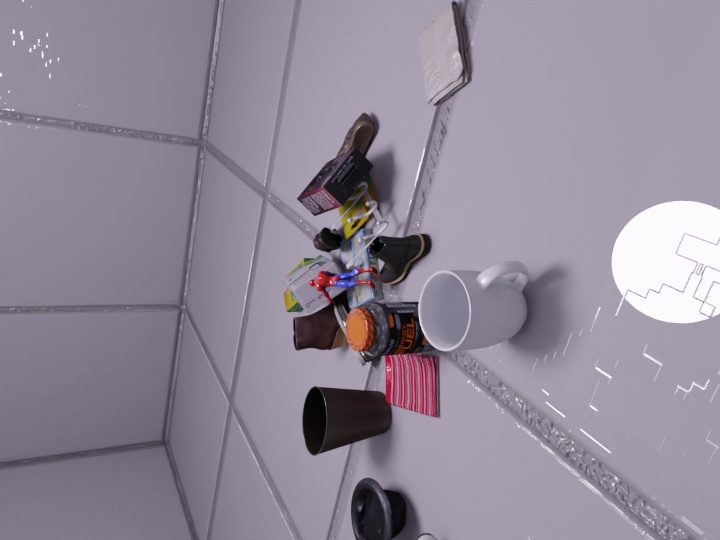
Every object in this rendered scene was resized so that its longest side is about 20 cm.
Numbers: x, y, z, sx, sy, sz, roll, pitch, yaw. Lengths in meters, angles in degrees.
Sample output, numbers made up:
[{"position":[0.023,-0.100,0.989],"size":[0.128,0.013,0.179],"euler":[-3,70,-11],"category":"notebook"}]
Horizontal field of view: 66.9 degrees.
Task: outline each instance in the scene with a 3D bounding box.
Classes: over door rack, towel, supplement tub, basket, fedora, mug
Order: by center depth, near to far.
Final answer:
[{"position":[0.233,0.057,1.019],"size":[0.200,0.175,0.148],"euler":[-60,42,38],"category":"mug"},{"position":[0.187,-0.493,1.251],"size":[0.132,0.034,0.201],"euler":[-25,68,55],"category":"towel"},{"position":[0.074,0.133,1.254],"size":[0.122,0.200,0.123],"euler":[-2,88,59],"category":"supplement tub"},{"position":[0.122,0.273,1.342],"size":[0.200,0.022,0.145],"euler":[-5,85,58],"category":"towel"},{"position":[0.054,0.615,1.372],"size":[0.200,0.091,0.201],"euler":[-4,85,58],"category":"fedora"},{"position":[-0.032,0.381,1.419],"size":[0.136,0.200,0.181],"euler":[32,115,55],"category":"basket"},{"position":[-0.018,-0.115,1.455],"size":[0.200,0.066,0.148],"euler":[-53,52,41],"category":"over door rack"}]

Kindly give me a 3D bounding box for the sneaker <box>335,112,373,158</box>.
[{"position":[-0.018,-0.362,1.571],"size":[0.200,0.070,0.076],"euler":[-50,29,42],"category":"sneaker"}]

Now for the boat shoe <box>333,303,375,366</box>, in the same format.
[{"position":[-0.014,0.169,1.517],"size":[0.202,0.060,0.072],"euler":[60,177,32],"category":"boat shoe"}]

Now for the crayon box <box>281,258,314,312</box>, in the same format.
[{"position":[-0.197,0.052,1.839],"size":[0.200,0.058,0.119],"euler":[-39,56,51],"category":"crayon box"}]

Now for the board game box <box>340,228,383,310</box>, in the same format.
[{"position":[0.000,0.000,1.540],"size":[0.134,0.034,0.201],"euler":[-31,63,54],"category":"board game box"}]

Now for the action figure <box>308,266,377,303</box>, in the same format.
[{"position":[-0.042,0.039,1.455],"size":[0.200,0.099,0.065],"euler":[-3,61,26],"category":"action figure"}]

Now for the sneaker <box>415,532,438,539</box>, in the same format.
[{"position":[0.178,0.659,1.148],"size":[0.115,0.075,0.201],"euler":[95,154,-68],"category":"sneaker"}]

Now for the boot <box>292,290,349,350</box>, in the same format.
[{"position":[-0.112,0.135,1.589],"size":[0.072,0.166,0.201],"euler":[4,93,63],"category":"boot"}]

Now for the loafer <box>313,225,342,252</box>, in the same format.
[{"position":[-0.101,-0.080,1.589],"size":[0.071,0.200,0.073],"euler":[-35,92,10],"category":"loafer"}]

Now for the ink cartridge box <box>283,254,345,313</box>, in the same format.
[{"position":[-0.131,0.035,1.592],"size":[0.084,0.146,0.200],"euler":[58,170,-15],"category":"ink cartridge box"}]

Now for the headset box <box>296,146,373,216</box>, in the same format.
[{"position":[-0.065,-0.233,1.437],"size":[0.149,0.075,0.200],"euler":[-54,20,-19],"category":"headset box"}]

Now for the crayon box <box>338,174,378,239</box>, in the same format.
[{"position":[-0.014,-0.201,1.552],"size":[0.127,0.051,0.200],"euler":[-41,55,47],"category":"crayon box"}]

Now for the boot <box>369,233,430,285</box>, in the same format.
[{"position":[0.061,-0.031,1.342],"size":[0.200,0.138,0.078],"euler":[-53,46,45],"category":"boot"}]
